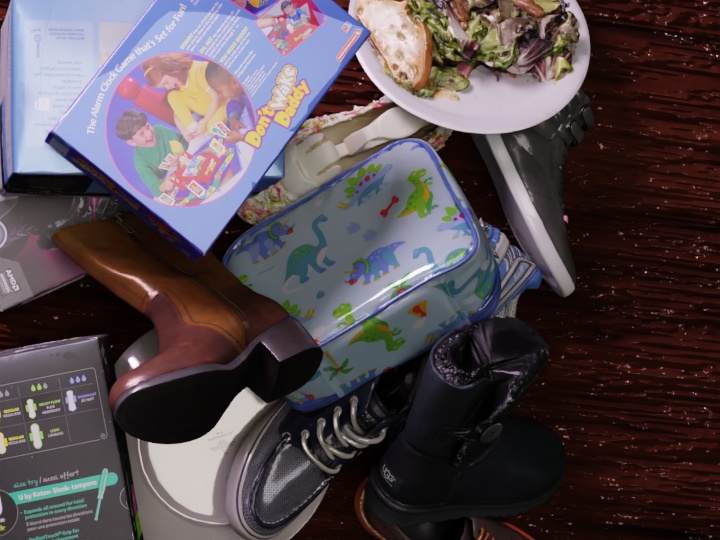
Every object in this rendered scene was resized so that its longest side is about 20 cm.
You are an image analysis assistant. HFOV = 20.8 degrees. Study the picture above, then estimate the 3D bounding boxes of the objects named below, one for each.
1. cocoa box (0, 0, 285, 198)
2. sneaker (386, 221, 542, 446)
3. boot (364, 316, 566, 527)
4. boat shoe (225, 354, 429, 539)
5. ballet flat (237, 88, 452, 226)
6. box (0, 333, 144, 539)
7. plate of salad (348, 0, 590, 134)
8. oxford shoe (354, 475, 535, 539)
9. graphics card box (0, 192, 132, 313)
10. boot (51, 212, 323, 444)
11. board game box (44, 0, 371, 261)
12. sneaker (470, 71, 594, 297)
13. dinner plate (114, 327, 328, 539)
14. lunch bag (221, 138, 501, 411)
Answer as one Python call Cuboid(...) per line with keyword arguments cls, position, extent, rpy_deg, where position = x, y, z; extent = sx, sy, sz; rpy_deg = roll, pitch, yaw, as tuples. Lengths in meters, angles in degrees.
Cuboid(cls="cocoa box", position=(-0.162, -0.124, 1.440), extent=(0.198, 0.131, 0.135), rpy_deg=(0, 85, -14))
Cuboid(cls="sneaker", position=(0.089, 0.067, 1.575), extent=(0.085, 0.077, 0.201), rpy_deg=(28, 83, -18))
Cuboid(cls="boot", position=(0.109, 0.111, 1.501), extent=(0.199, 0.169, 0.077), rpy_deg=(-7, 48, -37))
Cuboid(cls="boat shoe", position=(-0.023, 0.123, 1.512), extent=(0.075, 0.092, 0.201), rpy_deg=(42, 67, -24))
Cuboid(cls="ballet flat", position=(-0.011, -0.099, 1.562), extent=(0.199, 0.064, 0.076), rpy_deg=(-28, 88, -13))
Cuboid(cls="box", position=(-0.230, 0.155, 1.446), extent=(0.123, 0.149, 0.202), rpy_deg=(-11, 89, -5))
Cuboid(cls="plate of salad", position=(0.089, -0.197, 1.565), extent=(0.198, 0.048, 0.202), rpy_deg=(5, 57, -7))
Cuboid(cls="oxford shoe", position=(0.089, 0.226, 1.566), extent=(0.199, 0.072, 0.072), rpy_deg=(26, 82, -11))
Cuboid(cls="graphics card box", position=(-0.214, -0.063, 1.517), extent=(0.198, 0.051, 0.127), rpy_deg=(-24, 93, -13))
Cuboid(cls="boot", position=(-0.151, 0.024, 1.390), extent=(0.187, 0.069, 0.200), rpy_deg=(-24, 54, -40))
Cuboid(cls="board game box", position=(-0.105, -0.128, 1.363), extent=(0.134, 0.045, 0.201), rpy_deg=(39, 77, -9))
Cuboid(cls="sneaker", position=(0.158, -0.085, 1.598), extent=(0.098, 0.071, 0.202), rpy_deg=(-23, 89, -9))
Cuboid(cls="dinner plate", position=(-0.113, 0.133, 1.547), extent=(0.198, 0.024, 0.203), rpy_deg=(0, 88, -14))
Cuboid(cls="lunch bag", position=(0.000, 0.000, 1.498), extent=(0.199, 0.161, 0.083), rpy_deg=(-31, 137, 4))
